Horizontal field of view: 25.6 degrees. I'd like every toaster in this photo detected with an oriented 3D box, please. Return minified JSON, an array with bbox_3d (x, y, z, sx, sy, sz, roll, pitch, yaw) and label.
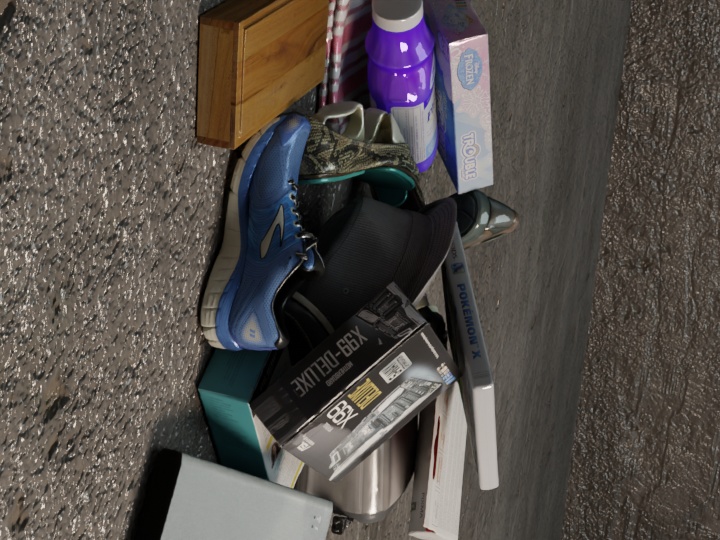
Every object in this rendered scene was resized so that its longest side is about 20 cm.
[{"bbox_3d":[-0.005,0.166,1.611,0.200,0.112,0.131,-46,140,-66],"label":"toaster"}]

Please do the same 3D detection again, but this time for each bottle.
[{"bbox_3d":[0.039,-0.181,1.500,0.201,0.065,0.084,84,9,-52],"label":"bottle"}]

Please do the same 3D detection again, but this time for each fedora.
[{"bbox_3d":[0.000,0.000,1.471,0.200,0.090,0.178,-54,-165,35],"label":"fedora"}]

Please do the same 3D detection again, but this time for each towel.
[{"bbox_3d":[-0.003,-0.196,1.512,0.146,0.030,0.202,-47,146,-61],"label":"towel"}]

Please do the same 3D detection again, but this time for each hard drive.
[{"bbox_3d":[-0.109,0.236,1.299,0.199,0.033,0.141,27,74,-49],"label":"hard drive"}]

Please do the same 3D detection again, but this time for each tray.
[{"bbox_3d":[-0.073,-0.175,1.264,0.200,0.037,0.100,-51,149,-61],"label":"tray"}]

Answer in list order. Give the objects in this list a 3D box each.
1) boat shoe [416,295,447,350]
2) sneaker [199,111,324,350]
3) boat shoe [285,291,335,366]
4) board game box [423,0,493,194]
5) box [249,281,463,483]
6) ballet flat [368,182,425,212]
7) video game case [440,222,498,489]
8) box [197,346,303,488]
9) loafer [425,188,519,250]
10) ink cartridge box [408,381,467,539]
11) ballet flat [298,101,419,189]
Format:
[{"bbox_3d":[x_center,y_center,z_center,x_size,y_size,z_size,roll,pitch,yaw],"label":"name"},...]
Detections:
[{"bbox_3d":[0.056,0.073,1.607,0.200,0.071,0.068,48,17,-82],"label":"boat shoe"},{"bbox_3d":[-0.065,-0.029,1.298,0.079,0.088,0.202,20,81,-75],"label":"sneaker"},{"bbox_3d":[-0.059,0.092,1.440,0.063,0.072,0.201,-46,152,-25],"label":"boat shoe"},{"bbox_3d":[0.079,-0.216,1.576,0.201,0.043,0.200,82,-11,-49],"label":"board game box"},{"bbox_3d":[0.001,0.102,1.368,0.157,0.050,0.200,-40,160,-2],"label":"box"},{"bbox_3d":[0.047,-0.051,1.614,0.075,0.067,0.202,32,45,-54],"label":"ballet flat"},{"bbox_3d":[0.104,0.083,1.511,0.201,0.022,0.184,80,0,-56],"label":"video game case"},{"bbox_3d":[-0.091,0.133,1.394,0.201,0.049,0.083,81,25,-51],"label":"box"},{"bbox_3d":[0.088,-0.038,1.671,0.062,0.199,0.073,11,77,-30],"label":"loafer"},{"bbox_3d":[0.070,0.187,1.607,0.200,0.050,0.163,44,51,-71],"label":"ink cartridge box"},{"bbox_3d":[-0.002,-0.114,1.438,0.199,0.067,0.076,-1,93,-59],"label":"ballet flat"}]
